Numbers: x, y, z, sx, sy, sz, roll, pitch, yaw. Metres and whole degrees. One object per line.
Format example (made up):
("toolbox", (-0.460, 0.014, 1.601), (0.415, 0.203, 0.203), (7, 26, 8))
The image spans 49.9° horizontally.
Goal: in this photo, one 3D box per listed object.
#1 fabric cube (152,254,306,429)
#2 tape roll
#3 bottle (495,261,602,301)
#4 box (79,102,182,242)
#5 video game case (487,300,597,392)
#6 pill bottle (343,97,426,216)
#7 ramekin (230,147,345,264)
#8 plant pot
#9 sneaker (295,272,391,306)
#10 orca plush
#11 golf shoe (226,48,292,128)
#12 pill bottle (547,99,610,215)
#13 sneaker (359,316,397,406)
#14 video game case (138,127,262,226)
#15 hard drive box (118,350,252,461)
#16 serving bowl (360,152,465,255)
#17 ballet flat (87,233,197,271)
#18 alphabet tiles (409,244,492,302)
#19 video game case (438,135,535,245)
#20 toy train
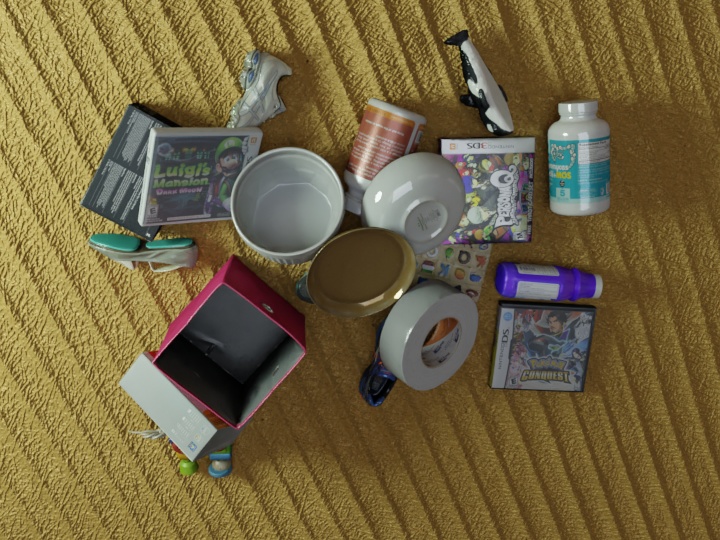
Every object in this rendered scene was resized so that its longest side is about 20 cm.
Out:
("fabric cube", (-0.228, 0.123, 1.408), (0.196, 0.199, 0.200), (41, 98, -13))
("tape roll", (0.131, 0.122, 1.451), (0.199, 0.066, 0.202), (-22, 127, -32))
("bottle", (0.364, 0.024, 1.492), (0.198, 0.084, 0.066), (4, 104, -7))
("box", (-0.385, -0.175, 1.378), (0.140, 0.079, 0.201), (29, 100, -9))
("video game case", (0.365, 0.154, 1.557), (0.198, 0.026, 0.182), (3, 104, -6))
("pill bottle", (0.035, -0.198, 1.390), (0.111, 0.112, 0.202), (18, 102, -9))
("ramekin", (-0.124, -0.106, 1.371), (0.198, 0.105, 0.202), (0, 74, 1))
("plant pot", (0.000, 0.000, 1.356), (0.198, 0.028, 0.201), (-10, 132, -11))
("sneaker", (-0.023, 0.038, 1.458), (0.198, 0.091, 0.078), (0, 104, -5))
("orca plush", (0.201, -0.325, 1.394), (0.071, 0.105, 0.201), (-24, 112, 34))
("golf shoe", (-0.181, -0.283, 1.371), (0.096, 0.078, 0.202), (16, 104, -15))
("pill bottle", (0.401, -0.208, 1.420), (0.110, 0.111, 0.202), (-6, 105, -3))
("sneaker", (0.056, 0.180, 1.509), (0.075, 0.078, 0.202), (14, 103, -9))
("video game case", (-0.277, -0.163, 1.339), (0.199, 0.023, 0.183), (-7, 131, -35))
("hard drive box", (-0.317, 0.239, 1.417), (0.200, 0.156, 0.077), (41, 99, 13))
("serving bowl", (0.104, -0.104, 1.363), (0.198, 0.066, 0.201), (-13, 128, -17))
("ballet flat", (-0.400, -0.028, 1.423), (0.198, 0.068, 0.064), (2, 115, -5))
("alphabet tiles", (0.166, -0.016, 1.505), (0.165, 0.006, 0.202), (11, 103, -8))
("video game case", (0.235, -0.150, 1.455), (0.179, 0.036, 0.202), (-1, 103, -4))
("toy train", (-0.349, 0.354, 1.526), (0.198, 0.085, 0.117), (-1, 118, -4))
